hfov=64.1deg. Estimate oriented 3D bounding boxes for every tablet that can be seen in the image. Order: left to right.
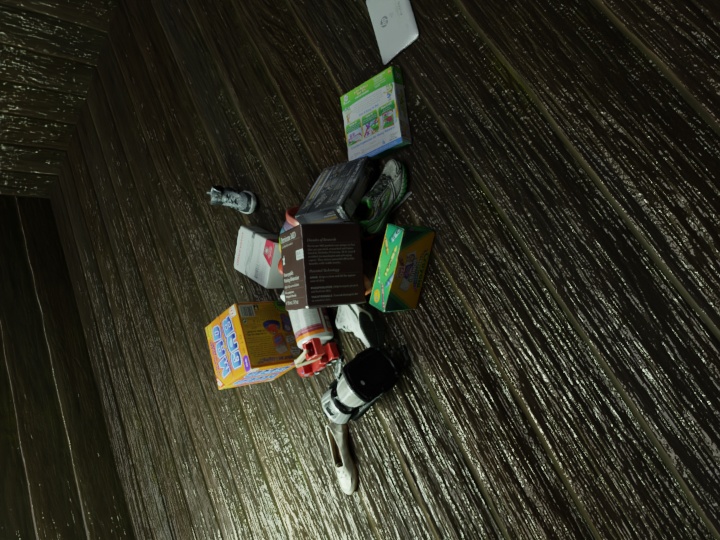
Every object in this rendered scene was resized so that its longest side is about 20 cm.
[{"bbox_3d":[0.079,-0.648,1.471,0.129,0.014,0.203,-27,71,43],"label":"tablet"}]

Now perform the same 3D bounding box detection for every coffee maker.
[{"bbox_3d":[0.012,0.294,1.464,0.201,0.189,0.137,-55,46,52],"label":"coffee maker"}]

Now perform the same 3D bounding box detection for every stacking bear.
[{"bbox_3d":[-0.189,-0.070,1.695,0.121,0.112,0.203,39,122,38],"label":"stacking bear"}]

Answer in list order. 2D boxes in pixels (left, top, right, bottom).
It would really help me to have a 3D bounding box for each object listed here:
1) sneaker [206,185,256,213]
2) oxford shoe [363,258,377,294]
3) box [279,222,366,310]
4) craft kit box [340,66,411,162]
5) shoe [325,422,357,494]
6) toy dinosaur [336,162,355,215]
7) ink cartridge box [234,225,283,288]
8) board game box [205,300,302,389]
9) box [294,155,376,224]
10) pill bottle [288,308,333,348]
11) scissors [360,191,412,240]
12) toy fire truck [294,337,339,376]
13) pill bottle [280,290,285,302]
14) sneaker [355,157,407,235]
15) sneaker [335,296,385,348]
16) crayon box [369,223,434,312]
[{"bbox_3d":[-0.441,-0.240,1.943,0.198,0.113,0.077,22,106,43],"label":"sneaker"},{"bbox_3d":[0.000,0.000,1.535,0.200,0.072,0.072,43,154,53],"label":"oxford shoe"},{"bbox_3d":[-0.098,-0.007,1.449,0.165,0.162,0.204,-13,82,63],"label":"box"},{"bbox_3d":[0.036,-0.393,1.498,0.198,0.048,0.201,-14,83,45],"label":"craft kit box"},{"bbox_3d":[-0.057,0.521,1.599,0.069,0.053,0.204,-22,75,44],"label":"shoe"},{"bbox_3d":[-0.065,-0.194,1.593,0.105,0.060,0.204,20,105,45],"label":"toy dinosaur"},{"bbox_3d":[-0.310,-0.045,1.832,0.199,0.082,0.148,26,109,43],"label":"ink cartridge box"},{"bbox_3d":[-0.327,0.227,1.771,0.199,0.198,0.203,-34,67,40],"label":"board game box"},{"bbox_3d":[-0.063,-0.199,1.479,0.156,0.049,0.202,-9,41,37],"label":"box"},{"bbox_3d":[-0.153,0.112,1.653,0.109,0.108,0.203,-32,68,41],"label":"pill bottle"},{"bbox_3d":[0.066,-0.137,1.493,0.198,0.014,0.075,-21,68,42],"label":"scissors"},{"bbox_3d":[-0.136,0.247,1.614,0.199,0.140,0.049,-39,64,38],"label":"toy fire truck"},{"bbox_3d":[-0.141,0.002,1.579,0.103,0.104,0.202,5,61,45],"label":"pill bottle"},{"bbox_3d":[0.053,-0.186,1.444,0.078,0.084,0.203,33,105,44],"label":"sneaker"},{"bbox_3d":[-0.004,0.150,1.539,0.116,0.075,0.202,-59,44,39],"label":"sneaker"},{"bbox_3d":[0.100,-0.007,1.383,0.058,0.118,0.204,25,109,42],"label":"crayon box"}]
